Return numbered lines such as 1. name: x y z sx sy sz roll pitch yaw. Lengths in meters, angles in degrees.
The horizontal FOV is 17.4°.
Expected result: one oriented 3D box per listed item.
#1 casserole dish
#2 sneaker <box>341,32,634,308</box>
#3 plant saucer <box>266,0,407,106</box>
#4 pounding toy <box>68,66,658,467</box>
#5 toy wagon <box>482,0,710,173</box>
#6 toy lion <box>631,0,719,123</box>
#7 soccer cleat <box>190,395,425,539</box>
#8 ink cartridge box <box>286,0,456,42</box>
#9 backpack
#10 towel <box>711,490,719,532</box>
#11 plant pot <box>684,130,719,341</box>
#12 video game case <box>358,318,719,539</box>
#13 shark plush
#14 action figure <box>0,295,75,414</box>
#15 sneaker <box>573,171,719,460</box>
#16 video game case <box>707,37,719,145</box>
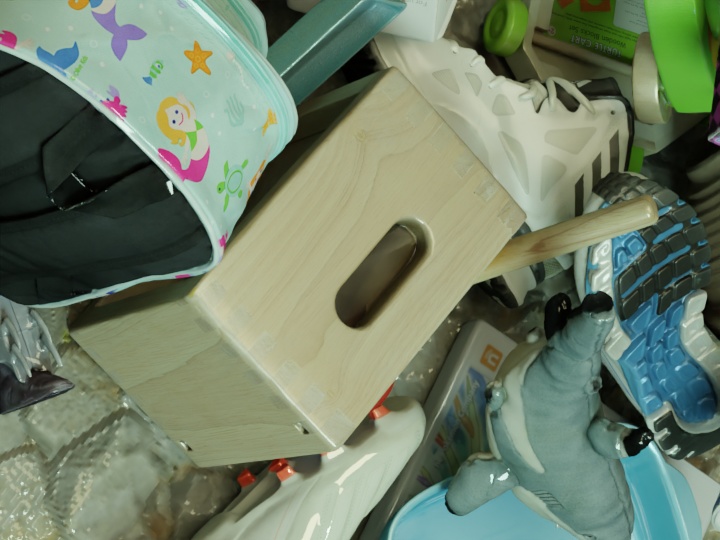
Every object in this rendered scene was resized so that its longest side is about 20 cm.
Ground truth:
1. casserole dish: 0.089 0.154 1.225 0.200 0.039 0.122 -18 91 -28
2. sneaker: 0.070 -0.092 1.236 0.115 0.076 0.201 -34 104 -9
3. plant saucer: -0.064 -0.068 1.127 0.200 0.070 0.019 -42 81 14
4. pounding toy: 0.000 0.000 1.141 0.142 0.184 0.200 47 65 -14
5. toy wagon: 0.140 -0.125 1.314 0.155 0.040 0.201 16 77 -24
6. toy lion: 0.173 -0.204 1.210 0.192 0.068 0.200 67 30 -48
7. soccer cleat: -0.039 0.139 1.173 0.200 0.069 0.078 -39 106 -19
8. ink cartridge box: 0.024 -0.233 1.134 0.083 0.200 0.147 14 47 8
9. backpack: -0.125 -0.076 0.995 0.178 0.200 0.151 44 65 -26
10. towel: 0.245 0.044 1.221 0.024 0.147 0.200 37 31 0
11. plant pot: 0.243 -0.057 1.270 0.093 0.201 0.201 47 65 -6
12. video game case: 0.088 0.157 1.258 0.182 0.022 0.200 34 69 -19
13. shark plush: 0.110 0.063 1.137 0.083 0.200 0.091 33 50 18
14. action figure: -0.200 -0.028 1.109 0.130 0.069 0.201 -16 87 -21
15. sneaker: 0.140 0.015 1.236 0.075 0.087 0.200 -33 136 -10
16. video game case: 0.266 -0.120 1.172 0.181 0.036 0.201 21 59 -17
